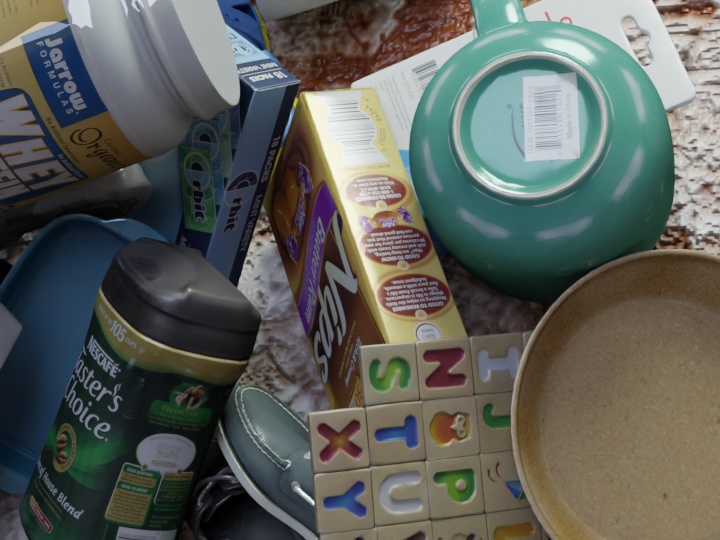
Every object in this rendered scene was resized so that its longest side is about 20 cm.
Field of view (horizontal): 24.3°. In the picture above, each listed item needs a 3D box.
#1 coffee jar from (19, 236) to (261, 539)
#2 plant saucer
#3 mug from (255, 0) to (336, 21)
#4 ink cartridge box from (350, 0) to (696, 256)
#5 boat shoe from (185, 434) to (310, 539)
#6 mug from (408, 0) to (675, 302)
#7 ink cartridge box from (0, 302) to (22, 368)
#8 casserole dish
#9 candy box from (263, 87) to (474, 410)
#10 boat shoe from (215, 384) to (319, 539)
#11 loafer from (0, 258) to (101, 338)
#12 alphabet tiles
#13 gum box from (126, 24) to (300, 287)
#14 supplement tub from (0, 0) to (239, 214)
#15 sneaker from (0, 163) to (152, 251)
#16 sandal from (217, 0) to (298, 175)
[{"bbox_3d":[-0.133,0.085,1.006,0.104,0.085,0.200,40,111,54],"label":"coffee jar"},{"bbox_3d":[0.177,0.089,0.950,0.200,0.035,0.201,2,82,-11],"label":"plant saucer"},{"bbox_3d":[-0.007,-0.264,1.138,0.153,0.187,0.150,-8,71,4],"label":"mug"},{"bbox_3d":[0.108,-0.100,1.081,0.200,0.067,0.116,-22,62,6],"label":"ink cartridge box"},{"bbox_3d":[-0.061,0.163,1.014,0.067,0.057,0.200,-40,61,-2],"label":"boat shoe"},{"bbox_3d":[0.093,-0.077,0.974,0.185,0.114,0.152,41,88,18],"label":"mug"},{"bbox_3d":[-0.338,0.046,0.995,0.200,0.145,0.145,2,55,33],"label":"ink cartridge box"},{"bbox_3d":[-0.184,0.052,1.070,0.121,0.039,0.200,32,100,-9],"label":"casserole dish"},{"bbox_3d":[0.000,0.000,1.034,0.056,0.117,0.200,-8,58,-22],"label":"candy box"},{"bbox_3d":[-0.010,0.131,0.996,0.200,0.073,0.062,47,122,23],"label":"boat shoe"},{"bbox_3d":[-0.216,0.030,1.129,0.200,0.073,0.072,5,105,12],"label":"loafer"},{"bbox_3d":[0.069,0.120,0.943,0.200,0.006,0.167,-4,88,-20],"label":"alphabet tiles"},{"bbox_3d":[-0.141,-0.101,1.111,0.200,0.170,0.045,39,37,27],"label":"gum box"},{"bbox_3d":[-0.186,-0.119,0.978,0.200,0.145,0.145,-20,61,10],"label":"supplement tub"},{"bbox_3d":[-0.239,-0.067,1.094,0.200,0.078,0.100,-12,76,1],"label":"sneaker"},{"bbox_3d":[-0.099,-0.156,1.161,0.079,0.087,0.200,-36,59,-1],"label":"sandal"}]
